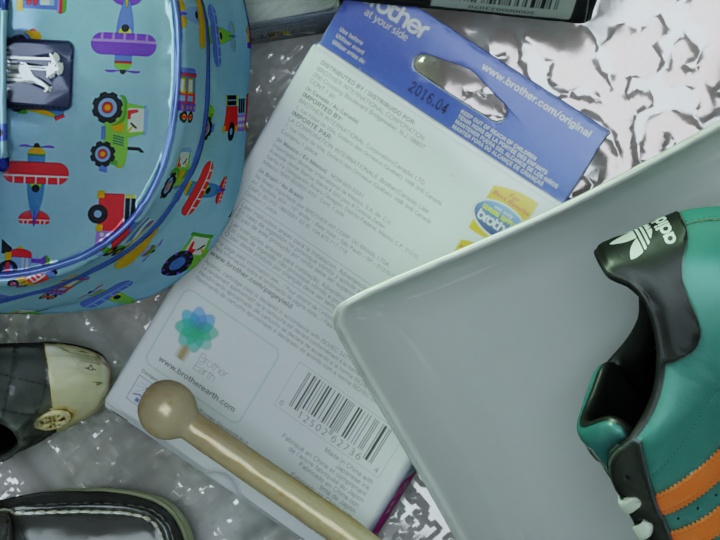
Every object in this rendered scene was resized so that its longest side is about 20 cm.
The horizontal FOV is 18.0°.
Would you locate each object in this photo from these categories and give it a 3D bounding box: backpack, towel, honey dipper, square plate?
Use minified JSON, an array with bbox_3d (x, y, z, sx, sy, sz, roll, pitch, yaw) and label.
[{"bbox_3d":[-0.143,-0.068,0.830,0.198,0.135,0.184,4,91,2],"label":"backpack"},{"bbox_3d":[0.120,-0.043,0.902,0.190,0.032,0.202,-11,86,3],"label":"towel"},{"bbox_3d":[0.000,0.104,0.856,0.199,0.038,0.038,33,90,1],"label":"honey dipper"},{"bbox_3d":[0.116,0.043,0.852,0.199,0.028,0.199,-26,118,6],"label":"square plate"}]

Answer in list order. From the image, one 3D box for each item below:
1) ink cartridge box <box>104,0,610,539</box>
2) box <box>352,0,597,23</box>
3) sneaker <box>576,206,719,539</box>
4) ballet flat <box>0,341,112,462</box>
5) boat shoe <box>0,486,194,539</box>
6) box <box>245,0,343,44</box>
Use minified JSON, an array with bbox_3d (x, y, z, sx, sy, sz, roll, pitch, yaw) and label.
[{"bbox_3d":[0.000,0.000,0.883,0.119,0.042,0.201,33,104,11],"label":"ink cartridge box"},{"bbox_3d":[0.040,-0.207,0.845,0.121,0.106,0.201,6,66,-4],"label":"box"},{"bbox_3d":[0.115,0.071,0.815,0.079,0.071,0.201,-3,110,-5],"label":"sneaker"},{"bbox_3d":[-0.189,0.079,0.889,0.199,0.067,0.057,-20,55,-12],"label":"ballet flat"},{"bbox_3d":[-0.165,0.130,0.898,0.199,0.066,0.072,-9,86,5],"label":"boat shoe"},{"bbox_3d":[-0.111,-0.163,0.920,0.198,0.048,0.160,-9,87,4],"label":"box"}]
